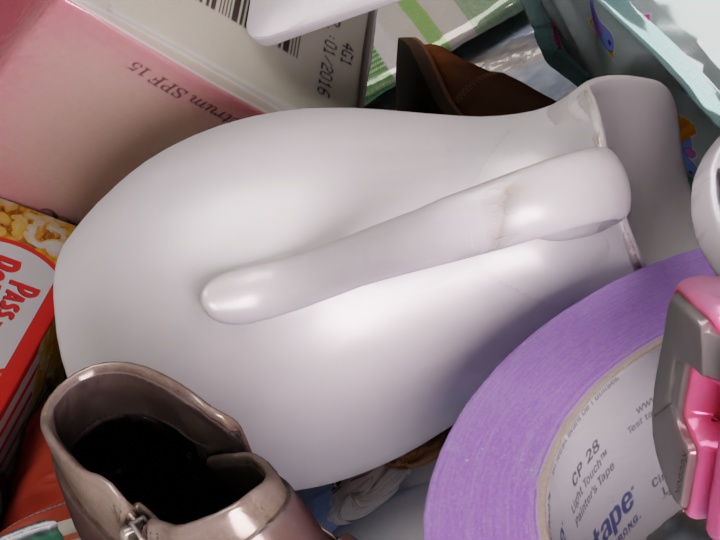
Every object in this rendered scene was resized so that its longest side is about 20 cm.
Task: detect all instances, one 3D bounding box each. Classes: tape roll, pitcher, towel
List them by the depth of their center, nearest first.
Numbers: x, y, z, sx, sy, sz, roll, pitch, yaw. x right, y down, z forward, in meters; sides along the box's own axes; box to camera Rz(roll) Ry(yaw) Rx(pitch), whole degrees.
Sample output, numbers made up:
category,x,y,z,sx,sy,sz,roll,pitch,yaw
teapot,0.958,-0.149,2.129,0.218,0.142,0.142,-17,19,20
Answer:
category,x,y,z,sx,sy,sz,roll,pitch,yaw
tape roll,0.120,0.075,0.656,0.199,0.066,0.200,-12,38,10
pitcher,0.000,0.000,0.771,0.199,0.122,0.172,-16,-7,15
towel,-0.024,-0.099,1.166,0.200,0.023,0.153,-32,29,1

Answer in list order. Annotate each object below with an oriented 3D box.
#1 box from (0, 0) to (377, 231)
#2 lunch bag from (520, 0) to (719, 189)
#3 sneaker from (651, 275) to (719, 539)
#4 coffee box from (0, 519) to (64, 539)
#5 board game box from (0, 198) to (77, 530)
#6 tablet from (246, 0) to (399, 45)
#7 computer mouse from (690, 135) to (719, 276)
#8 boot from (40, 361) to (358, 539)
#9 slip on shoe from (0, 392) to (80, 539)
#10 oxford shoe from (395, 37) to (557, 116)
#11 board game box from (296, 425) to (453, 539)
category,x,y,z,sx,sy,sz,roll,pitch,yaw
box,-0.101,-0.051,0.955,0.200,0.128,0.109,-45,26,39
lunch bag,0.165,-0.103,0.866,0.170,0.122,0.200,-37,47,-6
sneaker,0.146,0.063,0.559,0.095,0.079,0.200,-7,39,-20
coffee box,-0.104,0.180,0.656,0.123,0.201,0.044,-22,-3,23
board game box,-0.158,0.095,0.887,0.046,0.152,0.200,20,46,4
tablet,0.053,-0.151,0.877,0.199,0.014,0.130,-17,40,22
computer mouse,0.179,-0.044,0.680,0.199,0.044,0.110,-28,69,-8
boot,-0.049,0.090,0.682,0.070,0.147,0.200,-40,32,-27
slip on shoe,-0.097,0.073,0.867,0.074,0.061,0.200,-32,4,16
oxford shoe,0.059,-0.044,0.972,0.071,0.072,0.200,-9,25,-13
board game box,-0.020,0.133,0.786,0.200,0.043,0.199,-36,30,-3
